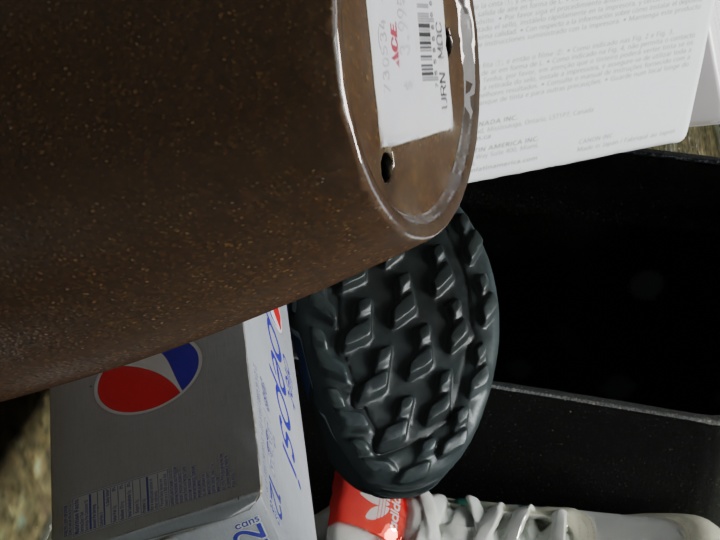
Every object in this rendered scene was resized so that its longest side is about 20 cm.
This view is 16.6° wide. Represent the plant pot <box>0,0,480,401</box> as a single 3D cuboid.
[{"bbox_3d":[-0.078,-0.049,0.627,0.187,0.200,0.187,-3,90,-67],"label":"plant pot"}]

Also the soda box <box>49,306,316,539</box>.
[{"bbox_3d":[-0.056,0.035,0.757,0.200,0.063,0.068,-100,172,-52],"label":"soda box"}]

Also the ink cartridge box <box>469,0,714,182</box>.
[{"bbox_3d":[0.043,-0.118,0.801,0.050,0.162,0.200,-124,-150,-45],"label":"ink cartridge box"}]

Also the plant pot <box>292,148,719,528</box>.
[{"bbox_3d":[0.074,0.069,1.010,0.200,0.200,0.178,-56,150,-55],"label":"plant pot"}]

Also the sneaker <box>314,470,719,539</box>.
[{"bbox_3d":[0.032,0.110,0.879,0.070,0.199,0.094,-78,148,-50],"label":"sneaker"}]

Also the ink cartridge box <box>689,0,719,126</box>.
[{"bbox_3d":[0.136,-0.169,1.242,0.200,0.125,0.129,-56,138,-54],"label":"ink cartridge box"}]

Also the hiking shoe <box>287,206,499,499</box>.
[{"bbox_3d":[0.000,0.000,0.890,0.087,0.074,0.200,111,-26,-54],"label":"hiking shoe"}]
